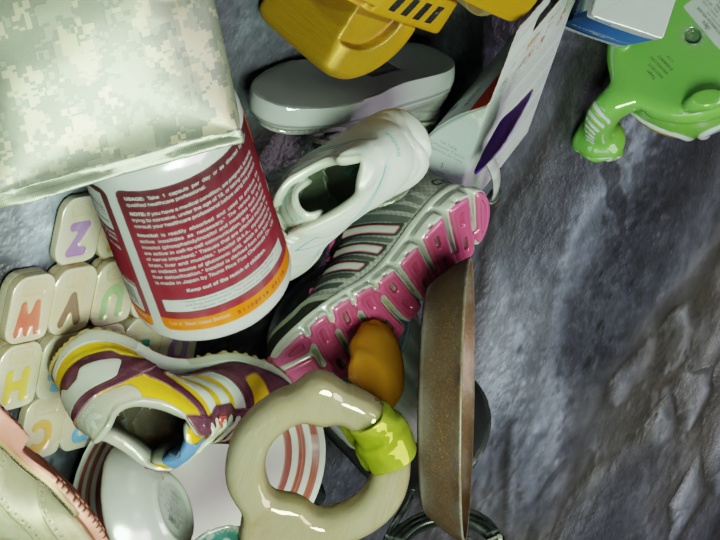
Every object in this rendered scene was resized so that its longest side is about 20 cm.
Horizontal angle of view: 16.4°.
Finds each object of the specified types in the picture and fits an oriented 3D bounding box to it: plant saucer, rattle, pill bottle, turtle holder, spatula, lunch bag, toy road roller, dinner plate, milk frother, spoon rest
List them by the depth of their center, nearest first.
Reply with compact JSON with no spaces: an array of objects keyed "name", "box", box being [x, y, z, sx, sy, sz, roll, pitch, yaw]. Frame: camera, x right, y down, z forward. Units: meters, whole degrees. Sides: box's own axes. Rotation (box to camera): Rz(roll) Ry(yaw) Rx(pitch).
[{"name":"lunch bag","box":[-0.185,-0.132,1.457,0.199,0.118,0.165,-16,107,-12]},{"name":"pill bottle","box":[-0.120,-0.060,1.630,0.113,0.113,0.200,-43,137,-28]},{"name":"toy road roller","box":[0.019,-0.206,1.730,0.200,0.123,0.146,11,118,-55]},{"name":"rattle","box":[-0.054,0.136,1.740,0.130,0.143,0.200,21,119,-31]},{"name":"plant saucer","box":[0.061,0.090,1.761,0.200,0.034,0.201,2,90,-85]},{"name":"spoon rest","box":[-0.132,0.202,1.766,0.200,0.060,0.100,52,28,-39]},{"name":"dinner plate","box":[-0.119,0.149,1.812,0.200,0.024,0.201,-13,120,-23]},{"name":"spatula","box":[0.096,-0.066,1.849,0.200,0.020,0.057,100,16,-61]},{"name":"milk frother","box":[0.028,0.128,1.895,0.181,0.200,0.188,-52,145,-9]},{"name":"turtle holder","box":[0.271,-0.161,2.084,0.132,0.141,0.186,64,49,-71]}]

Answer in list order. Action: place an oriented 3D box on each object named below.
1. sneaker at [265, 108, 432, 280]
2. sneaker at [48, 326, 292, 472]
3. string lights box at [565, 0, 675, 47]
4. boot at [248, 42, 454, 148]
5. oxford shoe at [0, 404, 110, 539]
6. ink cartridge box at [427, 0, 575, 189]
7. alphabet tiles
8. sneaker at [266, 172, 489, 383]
[{"name":"sneaker","box":[-0.042,-0.045,1.729,0.200,0.071,0.080,-38,175,37]},{"name":"sneaker","box":[-0.117,0.102,1.704,0.200,0.090,0.075,11,126,-37]},{"name":"string lights box","box":[0.201,-0.229,1.907,0.200,0.059,0.103,-127,-125,-85]},{"name":"boot","box":[-0.010,-0.100,1.799,0.200,0.073,0.096,-15,129,-45]},{"name":"oxford shoe","box":[-0.229,0.152,1.646,0.074,0.071,0.200,-42,114,-10]},{"name":"ink cartridge box","box":[0.102,-0.145,1.865,0.163,0.057,0.200,-51,160,-46]},{"name":"alphabet tiles","box":[-0.176,0.035,1.717,0.200,0.015,0.196,-12,122,-51]},{"name":"sneaker","box":[0.000,0.000,1.808,0.200,0.087,0.074,-44,138,-10]}]
